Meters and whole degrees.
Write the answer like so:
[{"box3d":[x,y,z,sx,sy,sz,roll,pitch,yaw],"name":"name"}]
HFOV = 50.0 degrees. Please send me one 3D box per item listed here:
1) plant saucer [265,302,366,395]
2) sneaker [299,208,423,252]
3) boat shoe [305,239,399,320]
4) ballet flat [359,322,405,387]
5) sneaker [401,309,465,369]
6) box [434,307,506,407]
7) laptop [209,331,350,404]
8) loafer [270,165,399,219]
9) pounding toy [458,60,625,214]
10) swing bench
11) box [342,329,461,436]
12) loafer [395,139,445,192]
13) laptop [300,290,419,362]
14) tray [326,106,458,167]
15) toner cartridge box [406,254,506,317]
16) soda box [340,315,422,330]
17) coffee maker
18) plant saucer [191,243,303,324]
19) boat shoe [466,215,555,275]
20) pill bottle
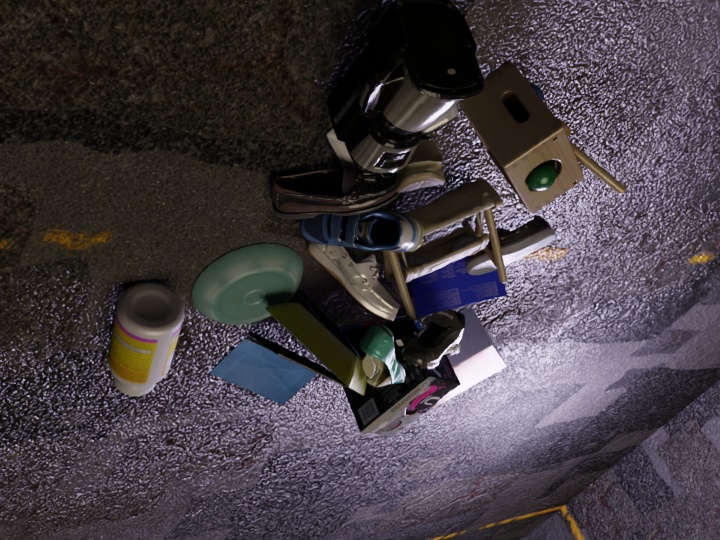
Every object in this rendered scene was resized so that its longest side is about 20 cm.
[{"box3d":[-0.063,0.131,1.370,0.048,0.200,0.200,-47,166,-5],"name":"plant saucer"},{"box3d":[-0.006,-0.069,1.199,0.199,0.075,0.082,5,-173,16],"name":"sneaker"},{"box3d":[0.000,0.000,1.291,0.200,0.071,0.069,43,103,-11],"name":"boat shoe"},{"box3d":[0.032,0.165,1.366,0.070,0.067,0.200,-48,152,-18],"name":"ballet flat"},{"box3d":[0.133,0.112,1.353,0.200,0.066,0.091,-12,124,-61],"name":"sneaker"},{"box3d":[0.208,0.201,1.756,0.199,0.107,0.152,-31,147,8],"name":"box"},{"box3d":[-0.152,0.208,1.470,0.187,0.200,0.116,30,86,-33],"name":"laptop"},{"box3d":[-0.036,-0.123,1.157,0.198,0.072,0.063,-10,143,-2],"name":"loafer"},{"box3d":[0.277,-0.191,1.182,0.142,0.201,0.184,-34,146,11],"name":"pounding toy"},{"box3d":[0.138,-0.050,1.344,0.198,0.130,0.201,-21,134,-7],"name":"swing bench"},{"box3d":[0.080,0.227,1.561,0.114,0.133,0.200,18,128,-45],"name":"box"},{"box3d":[0.086,-0.158,1.149,0.075,0.069,0.200,-10,-171,7],"name":"loafer"},{"box3d":[0.012,0.101,1.434,0.199,0.104,0.177,-12,150,12],"name":"laptop"},{"box3d":[0.054,-0.215,1.157,0.199,0.022,0.107,-28,148,2],"name":"tray"},{"box3d":[0.182,0.025,1.503,0.199,0.096,0.043,-11,179,-21],"name":"toner cartridge box"},{"box3d":[0.030,0.149,1.599,0.199,0.064,0.068,-10,144,-25],"name":"soda box"},{"box3d":[0.052,-0.250,0.999,0.134,0.193,0.200,16,153,-21],"name":"coffee maker"},{"box3d":[-0.186,0.035,1.321,0.199,0.036,0.201,-18,145,-13],"name":"plant saucer"},{"box3d":[0.282,-0.055,1.495,0.199,0.067,0.070,-24,159,-13],"name":"boat shoe"},{"box3d":[-0.354,0.119,1.256,0.104,0.105,0.201,-4,141,-30],"name":"pill bottle"}]
